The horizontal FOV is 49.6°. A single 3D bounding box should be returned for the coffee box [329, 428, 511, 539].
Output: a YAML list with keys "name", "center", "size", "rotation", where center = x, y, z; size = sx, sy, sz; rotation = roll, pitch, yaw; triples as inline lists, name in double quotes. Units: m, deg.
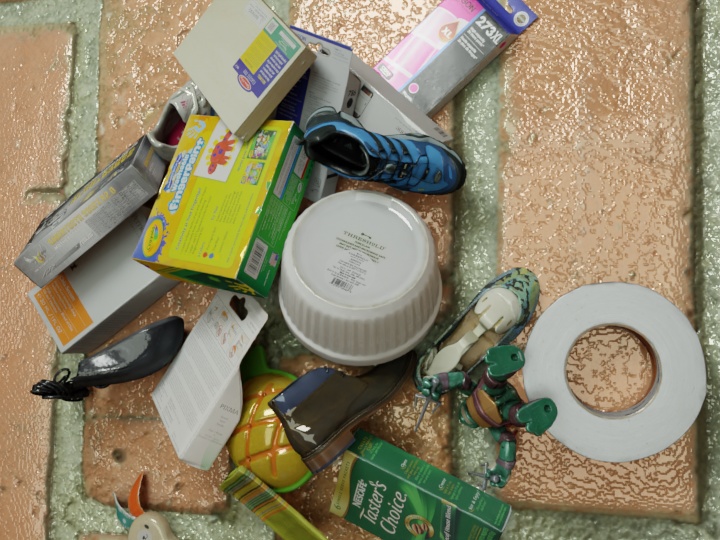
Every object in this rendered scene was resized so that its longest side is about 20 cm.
- name: "coffee box"
  center: [0.064, 0.280, 0.914]
  size: [0.199, 0.044, 0.124]
  rotation: [25, 129, 14]

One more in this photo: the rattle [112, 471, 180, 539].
- name: "rattle"
  center: [-0.290, 0.371, 0.978]
  size: [0.129, 0.143, 0.202]
  rotation: [-16, 88, 30]

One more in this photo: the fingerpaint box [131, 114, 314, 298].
- name: "fingerpaint box"
  center: [-0.162, -0.081, 0.946]
  size: [0.166, 0.073, 0.201]
  rotation: [9, 73, 30]

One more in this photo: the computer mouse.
- name: "computer mouse"
  center: [-0.312, 0.127, 1.017]
  size: [0.199, 0.139, 0.053]
  rotation: [-29, 82, -3]

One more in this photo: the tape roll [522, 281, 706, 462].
- name: "tape roll"
  center: [0.287, 0.114, 0.894]
  size: [0.199, 0.066, 0.202]
  rotation: [-1, 86, 13]

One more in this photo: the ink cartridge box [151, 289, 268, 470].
- name: "ink cartridge box"
  center: [-0.176, 0.119, 0.968]
  size: [0.201, 0.050, 0.161]
  rotation: [-56, 33, 3]

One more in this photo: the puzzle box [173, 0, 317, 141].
- name: "puzzle box"
  center: [-0.147, -0.263, 0.951]
  size: [0.133, 0.025, 0.200]
  rotation: [-46, 53, 12]

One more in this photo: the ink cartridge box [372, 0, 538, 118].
- name: "ink cartridge box"
  center: [0.119, -0.287, 0.986]
  size: [0.200, 0.037, 0.095]
  rotation: [-42, 78, 5]

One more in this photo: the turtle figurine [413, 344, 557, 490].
- name: "turtle figurine"
  center: [0.140, 0.158, 0.882]
  size: [0.150, 0.200, 0.101]
  rotation: [43, 61, 5]

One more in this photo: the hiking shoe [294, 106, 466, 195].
- name: "hiking shoe"
  center: [0.024, -0.122, 0.897]
  size: [0.198, 0.087, 0.075]
  rotation: [16, 122, -1]

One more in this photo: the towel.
- name: "towel"
  center: [-0.083, 0.312, 0.940]
  size: [0.200, 0.086, 0.018]
  rotation: [41, 56, -1]

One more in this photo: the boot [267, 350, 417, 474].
- name: "boot"
  center: [-0.017, 0.133, 0.915]
  size: [0.097, 0.075, 0.200]
  rotation: [49, 56, -4]

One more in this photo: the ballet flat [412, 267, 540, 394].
- name: "ballet flat"
  center: [0.140, 0.077, 0.932]
  size: [0.074, 0.074, 0.200]
  rotation: [42, 95, 13]

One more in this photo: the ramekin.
- name: "ramekin"
  center: [0.000, 0.000, 0.912]
  size: [0.198, 0.105, 0.202]
  rotation: [0, 60, 0]

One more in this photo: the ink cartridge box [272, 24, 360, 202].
- name: "ink cartridge box"
  center: [-0.060, -0.194, 0.971]
  size: [0.099, 0.039, 0.201]
  rotation: [28, 119, 24]

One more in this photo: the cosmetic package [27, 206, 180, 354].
- name: "cosmetic package"
  center: [-0.334, 0.015, 1.049]
  size: [0.200, 0.071, 0.102]
  rotation: [-38, 78, 7]

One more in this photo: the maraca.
- name: "maraca"
  center: [-0.120, 0.183, 0.969]
  size: [0.137, 0.107, 0.200]
  rotation: [-48, 59, 3]

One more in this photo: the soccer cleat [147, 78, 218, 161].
- name: "soccer cleat"
  center: [-0.203, -0.228, 1.029]
  size: [0.070, 0.086, 0.200]
  rotation: [38, 92, 13]

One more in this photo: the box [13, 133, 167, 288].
- name: "box"
  center: [-0.347, -0.082, 1.018]
  size: [0.200, 0.159, 0.048]
  rotation: [-37, 113, 9]

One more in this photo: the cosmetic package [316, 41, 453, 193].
- name: "cosmetic package"
  center: [0.013, -0.194, 0.979]
  size: [0.200, 0.051, 0.083]
  rotation: [43, 125, 14]
